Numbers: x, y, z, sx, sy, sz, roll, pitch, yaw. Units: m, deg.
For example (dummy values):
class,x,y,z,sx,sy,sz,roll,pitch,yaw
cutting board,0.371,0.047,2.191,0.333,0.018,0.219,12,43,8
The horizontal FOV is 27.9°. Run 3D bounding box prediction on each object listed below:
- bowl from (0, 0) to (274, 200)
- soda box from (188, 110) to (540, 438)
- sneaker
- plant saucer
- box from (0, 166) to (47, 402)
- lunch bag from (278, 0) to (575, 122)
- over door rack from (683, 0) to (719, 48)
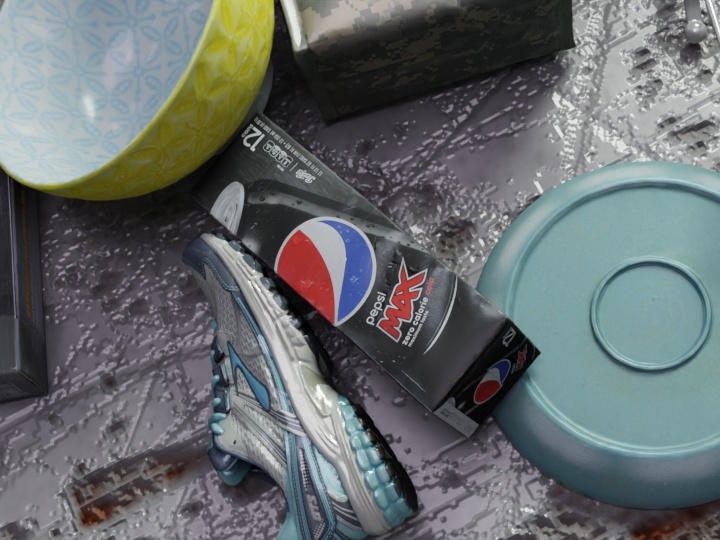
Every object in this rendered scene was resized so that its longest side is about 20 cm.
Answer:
class,x,y,z,sx,sy,sz,roll,pitch,yaw
bowl,-0.115,-0.122,0.837,0.199,0.107,0.201,-18,60,34
soda box,0.000,0.000,0.788,0.200,0.071,0.063,40,90,28
sneaker,-0.055,0.067,0.783,0.086,0.078,0.200,-34,67,0
plant saucer,0.157,0.027,0.785,0.199,0.027,0.201,-4,68,10
box,-0.291,0.011,0.862,0.199,0.048,0.159,-11,67,7
lunch bag,0.021,-0.212,0.856,0.163,0.118,0.201,-17,71,4
over door rack,0.258,-0.150,0.804,0.147,0.067,0.201,-12,47,6
